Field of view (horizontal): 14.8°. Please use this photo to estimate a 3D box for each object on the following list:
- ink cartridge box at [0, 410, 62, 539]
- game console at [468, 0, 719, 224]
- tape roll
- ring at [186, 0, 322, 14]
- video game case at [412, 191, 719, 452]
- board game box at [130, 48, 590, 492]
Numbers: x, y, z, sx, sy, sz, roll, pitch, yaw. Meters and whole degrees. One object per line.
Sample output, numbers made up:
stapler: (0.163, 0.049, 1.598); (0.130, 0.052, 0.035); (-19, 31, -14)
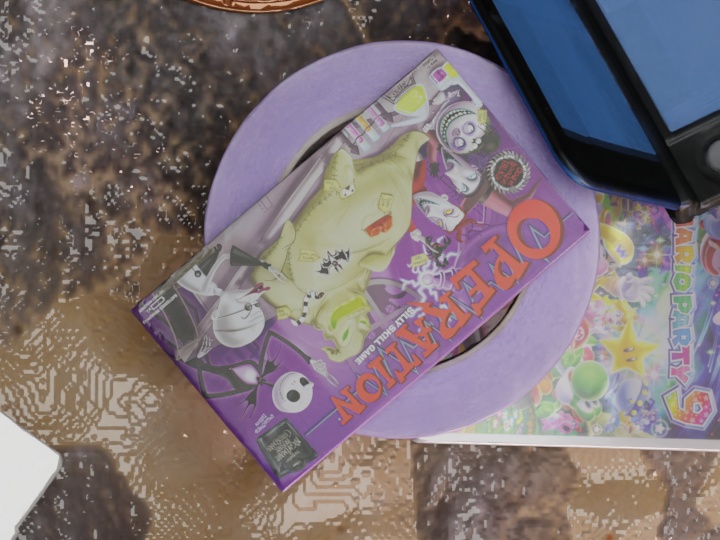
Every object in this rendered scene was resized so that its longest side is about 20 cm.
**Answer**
ink cartridge box: (-0.252, 0.143, 1.386); (0.115, 0.068, 0.200); (37, 83, -9)
game console: (0.143, -0.137, 1.408); (0.170, 0.118, 0.200); (-26, 67, -2)
tape roll: (0.022, -0.015, 1.415); (0.199, 0.085, 0.201); (0, 88, 2)
ring: (-0.056, -0.236, 1.460); (0.200, 0.019, 0.201); (0, 88, -12)
video game case: (0.127, 0.024, 1.493); (0.199, 0.018, 0.144); (2, 88, -12)
board game box: (0.000, 0.000, 1.362); (0.200, 0.032, 0.120); (-41, 92, 1)
